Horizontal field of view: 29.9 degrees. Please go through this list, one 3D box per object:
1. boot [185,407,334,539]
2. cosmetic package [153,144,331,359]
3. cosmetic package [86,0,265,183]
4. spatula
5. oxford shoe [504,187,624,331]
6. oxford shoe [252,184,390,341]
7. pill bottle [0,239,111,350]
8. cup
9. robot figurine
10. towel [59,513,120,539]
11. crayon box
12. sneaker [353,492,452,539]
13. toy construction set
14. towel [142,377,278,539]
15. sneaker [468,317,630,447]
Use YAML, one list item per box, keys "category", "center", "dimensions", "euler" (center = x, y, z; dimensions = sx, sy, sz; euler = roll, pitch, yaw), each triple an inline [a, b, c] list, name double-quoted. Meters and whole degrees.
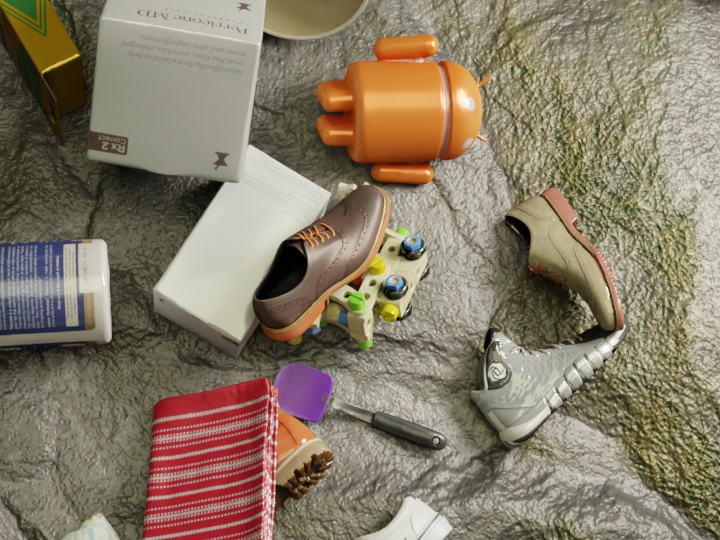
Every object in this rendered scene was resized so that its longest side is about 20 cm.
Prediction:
- category: "boot"
  center: [-0.134, 0.223, 1.402]
  dimensions: [0.200, 0.075, 0.107]
  euler: [-40, 63, -12]
- category: "cosmetic package"
  center: [-0.128, -0.020, 1.465]
  dimensions: [0.112, 0.081, 0.201]
  euler: [32, 72, 2]
- category: "cosmetic package"
  center: [-0.190, -0.220, 1.429]
  dimensions: [0.164, 0.166, 0.201]
  euler: [8, 32, -7]
- category: "spatula"
  center: [0.001, 0.154, 1.460]
  dimensions: [0.199, 0.021, 0.057]
  euler: [20, 83, -5]
- category: "oxford shoe"
  center: [0.228, -0.002, 1.506]
  dimensions: [0.074, 0.071, 0.201]
  euler: [-22, 51, -7]
- category: "oxford shoe"
  center: [-0.038, -0.020, 1.402]
  dimensions: [0.071, 0.073, 0.200]
  euler: [25, 68, 30]
- category: "pill bottle"
  center: [-0.360, 0.027, 1.397]
  dimensions: [0.198, 0.111, 0.112]
  euler: [-3, 73, -10]
- category: "cup"
  center: [-0.066, -0.388, 1.547]
  dimensions: [0.199, 0.201, 0.144]
  euler: [21, 44, -2]
- category: "robot figurine"
  center: [0.051, -0.181, 1.522]
  dimensions: [0.198, 0.117, 0.145]
  euler: [-2, 73, -10]
- category: "towel"
  center: [-0.294, 0.367, 1.336]
  dimensions: [0.199, 0.048, 0.172]
  euler: [-34, 81, -17]
- category: "crayon box"
  center: [-0.356, -0.252, 1.477]
  dimensions: [0.051, 0.126, 0.201]
  euler: [-28, 80, -16]
- category: "sneaker"
  center: [0.008, 0.315, 1.393]
  dimensions: [0.071, 0.073, 0.200]
  euler: [39, 62, 14]
- category: "toy construction set"
  center: [0.000, 0.000, 1.480]
  dimensions: [0.130, 0.092, 0.201]
  euler: [9, 62, 20]
- category: "towel"
  center: [-0.153, 0.209, 1.364]
  dimensions: [0.144, 0.023, 0.201]
  euler: [-12, 54, 16]
- category: "sneaker"
  center: [0.199, 0.090, 1.485]
  dimensions: [0.200, 0.075, 0.116]
  euler: [-42, 81, -17]
